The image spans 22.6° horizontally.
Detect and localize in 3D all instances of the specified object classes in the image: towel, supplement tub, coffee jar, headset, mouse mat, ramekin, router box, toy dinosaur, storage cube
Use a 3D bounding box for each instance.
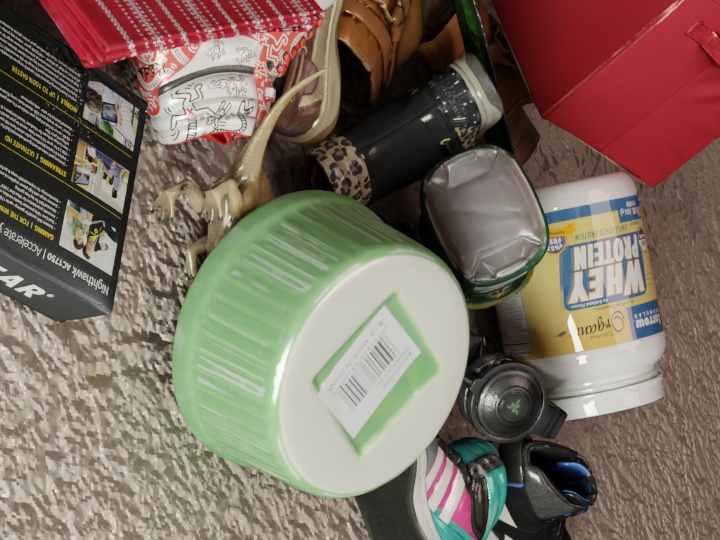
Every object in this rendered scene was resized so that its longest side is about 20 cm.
[{"bbox_3d":[-0.133,-0.196,1.169,0.199,0.023,0.145,-18,62,-45],"label":"towel"},{"bbox_3d":[0.189,0.023,1.593,0.144,0.144,0.201,-13,92,-58],"label":"supplement tub"},{"bbox_3d":[0.094,-0.029,1.416,0.200,0.085,0.105,83,-17,-83],"label":"coffee jar"},{"bbox_3d":[0.095,0.074,1.432,0.200,0.123,0.094,24,96,-54],"label":"headset"},{"bbox_3d":[0.095,-0.173,1.459,0.161,0.007,0.201,-107,-179,-71],"label":"mouse mat"},{"bbox_3d":[-0.019,0.055,1.218,0.199,0.097,0.201,-19,120,-36],"label":"ramekin"},{"bbox_3d":[-0.216,-0.074,1.070,0.200,0.051,0.150,35,54,-48],"label":"router box"},{"bbox_3d":[-0.088,-0.049,1.234,0.101,0.058,0.201,-18,127,-55],"label":"toy dinosaur"},{"bbox_3d":[0.245,-0.212,1.563,0.171,0.180,0.201,25,36,-41],"label":"storage cube"}]

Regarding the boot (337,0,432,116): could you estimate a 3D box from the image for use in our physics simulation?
[{"bbox_3d":[-0.005,-0.236,1.417,0.201,0.076,0.156,71,36,-45],"label":"boot"}]

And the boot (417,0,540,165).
[{"bbox_3d":[0.115,-0.202,1.628,0.155,0.076,0.200,52,46,-28],"label":"boot"}]

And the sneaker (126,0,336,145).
[{"bbox_3d":[-0.071,-0.153,1.269,0.201,0.067,0.109,-23,103,-33],"label":"sneaker"}]

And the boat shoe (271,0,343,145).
[{"bbox_3d":[-0.059,-0.196,1.341,0.072,0.072,0.201,14,72,-52],"label":"boat shoe"}]

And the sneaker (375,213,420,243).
[{"bbox_3d":[0.000,0.000,1.386,0.200,0.074,0.088,5,66,-68],"label":"sneaker"}]

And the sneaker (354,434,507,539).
[{"bbox_3d":[0.055,0.149,1.398,0.121,0.083,0.201,-40,123,-49],"label":"sneaker"}]

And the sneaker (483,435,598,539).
[{"bbox_3d":[0.161,0.207,1.523,0.200,0.111,0.073,46,46,-41],"label":"sneaker"}]

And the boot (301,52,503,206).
[{"bbox_3d":[0.025,-0.091,1.420,0.074,0.153,0.204,58,-12,8],"label":"boot"}]
